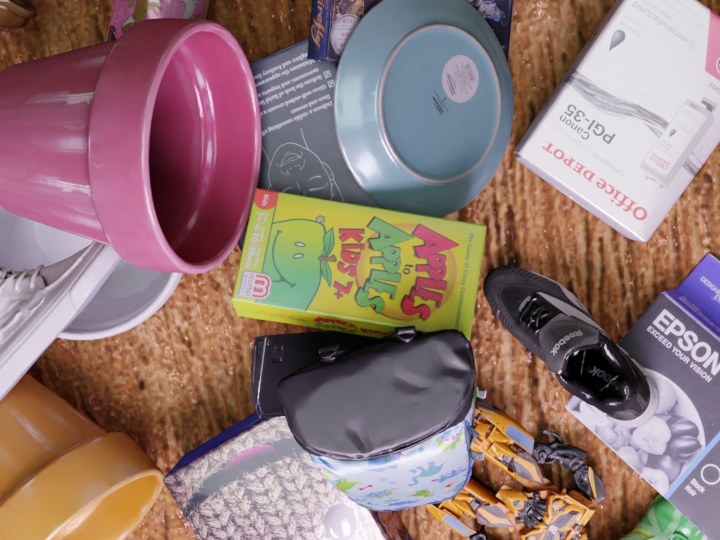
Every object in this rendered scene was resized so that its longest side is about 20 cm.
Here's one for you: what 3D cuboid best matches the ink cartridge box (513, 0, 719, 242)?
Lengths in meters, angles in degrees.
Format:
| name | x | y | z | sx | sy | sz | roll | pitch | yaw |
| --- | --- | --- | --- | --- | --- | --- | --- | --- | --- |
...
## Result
| name | x | y | z | sx | sy | sz | roll | pitch | yaw |
| --- | --- | --- | --- | --- | --- | --- | --- | --- | --- |
| ink cartridge box | 0.253 | -0.145 | 1.094 | 0.146 | 0.083 | 0.201 | 34 | 97 | 0 |

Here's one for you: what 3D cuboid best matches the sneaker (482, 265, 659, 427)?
| name | x | y | z | sx | sy | sz | roll | pitch | yaw |
| --- | --- | --- | --- | --- | --- | --- | --- | --- | --- |
| sneaker | 0.185 | 0.061 | 1.096 | 0.067 | 0.090 | 0.200 | -48 | 68 | 7 |

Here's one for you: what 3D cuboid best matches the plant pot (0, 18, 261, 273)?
| name | x | y | z | sx | sy | sz | roll | pitch | yaw |
| --- | --- | --- | --- | --- | --- | --- | --- | --- | --- |
| plant pot | -0.200 | -0.103 | 0.985 | 0.178 | 0.200 | 0.202 | 4 | 97 | 21 |

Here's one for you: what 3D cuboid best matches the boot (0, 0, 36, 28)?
| name | x | y | z | sx | sy | sz | roll | pitch | yaw |
| --- | --- | --- | --- | --- | --- | --- | --- | --- | --- |
| boot | -0.403 | -0.211 | 1.124 | 0.199 | 0.074 | 0.156 | 21 | 96 | 16 |

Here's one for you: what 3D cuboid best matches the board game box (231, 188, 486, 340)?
| name | x | y | z | sx | sy | sz | roll | pitch | yaw |
| --- | --- | --- | --- | --- | --- | --- | --- | --- | --- |
| board game box | 0.000 | 0.000 | 1.022 | 0.198 | 0.048 | 0.102 | 9 | 71 | 4 |

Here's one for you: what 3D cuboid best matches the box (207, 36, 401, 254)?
| name | x | y | z | sx | sy | sz | roll | pitch | yaw |
| --- | --- | --- | --- | --- | --- | --- | --- | --- | --- |
| box | -0.056 | -0.095 | 1.112 | 0.148 | 0.107 | 0.201 | -22 | 93 | 6 |

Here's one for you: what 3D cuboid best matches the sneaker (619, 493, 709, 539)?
| name | x | y | z | sx | sy | sz | roll | pitch | yaw |
| --- | --- | --- | --- | --- | --- | --- | --- | --- | --- |
| sneaker | 0.271 | 0.272 | 1.137 | 0.200 | 0.084 | 0.074 | -37 | 92 | 6 |

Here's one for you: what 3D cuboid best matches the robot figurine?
| name | x | y | z | sx | sy | sz | roll | pitch | yaw |
| --- | --- | --- | --- | --- | --- | --- | --- | --- | --- |
| robot figurine | 0.134 | 0.207 | 1.154 | 0.199 | 0.058 | 0.145 | 34 | 99 | 1 |

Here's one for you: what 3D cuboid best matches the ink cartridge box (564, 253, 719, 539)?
| name | x | y | z | sx | sy | sz | roll | pitch | yaw |
| --- | --- | --- | --- | --- | --- | --- | --- | --- | --- |
| ink cartridge box | 0.325 | 0.117 | 1.103 | 0.198 | 0.043 | 0.200 | 42 | 98 | 24 |

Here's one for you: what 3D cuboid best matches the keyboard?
| name | x | y | z | sx | sy | sz | roll | pitch | yaw |
| --- | --- | --- | --- | --- | --- | --- | --- | --- | --- |
| keyboard | -0.017 | 0.065 | 1.103 | 0.021 | 0.199 | 0.128 | 17 | 103 | 44 |

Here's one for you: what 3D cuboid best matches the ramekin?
| name | x | y | z | sx | sy | sz | roll | pitch | yaw |
| --- | --- | --- | --- | --- | --- | --- | --- | --- | --- |
| ramekin | -0.249 | -0.041 | 1.135 | 0.199 | 0.105 | 0.202 | 1 | 96 | 5 |

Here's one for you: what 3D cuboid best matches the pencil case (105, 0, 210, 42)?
| name | x | y | z | sx | sy | sz | roll | pitch | yaw |
| --- | --- | --- | --- | --- | --- | --- | --- | --- | --- |
| pencil case | -0.190 | -0.239 | 1.122 | 0.082 | 0.086 | 0.201 | 20 | 98 | 34 |

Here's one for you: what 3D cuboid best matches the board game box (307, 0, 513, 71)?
| name | x | y | z | sx | sy | sz | roll | pitch | yaw |
| --- | --- | --- | --- | --- | --- | --- | --- | --- | --- |
| board game box | 0.050 | -0.244 | 1.066 | 0.199 | 0.035 | 0.137 | 0 | 98 | -34 |

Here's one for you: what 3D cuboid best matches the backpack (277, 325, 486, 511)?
| name | x | y | z | sx | sy | sz | roll | pitch | yaw |
| --- | --- | --- | --- | --- | --- | --- | --- | --- | --- |
| backpack | 0.029 | 0.132 | 1.033 | 0.162 | 0.200 | 0.155 | -16 | 83 | 0 |

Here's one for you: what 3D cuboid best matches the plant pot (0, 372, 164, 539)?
| name | x | y | z | sx | sy | sz | roll | pitch | yaw |
| --- | --- | --- | --- | --- | --- | --- | --- | --- | --- |
| plant pot | -0.318 | 0.193 | 1.132 | 0.183 | 0.200 | 0.200 | 45 | 98 | 14 |

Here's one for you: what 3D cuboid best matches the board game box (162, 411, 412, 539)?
| name | x | y | z | sx | sy | sz | roll | pitch | yaw |
| --- | --- | --- | --- | --- | --- | --- | --- | --- | --- |
| board game box | -0.064 | 0.234 | 1.153 | 0.159 | 0.097 | 0.201 | -31 | 93 | 7 |

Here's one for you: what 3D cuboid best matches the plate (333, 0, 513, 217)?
| name | x | y | z | sx | sy | sz | roll | pitch | yaw |
| --- | --- | --- | --- | --- | --- | --- | --- | --- | --- |
| plate | 0.065 | -0.145 | 1.053 | 0.199 | 0.026 | 0.202 | -4 | 98 | -33 |

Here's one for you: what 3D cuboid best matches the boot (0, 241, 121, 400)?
| name | x | y | z | sx | sy | sz | roll | pitch | yaw |
| --- | --- | --- | --- | --- | --- | --- | --- | --- | --- |
| boot | -0.296 | 0.021 | 1.055 | 0.096 | 0.074 | 0.200 | 42 | 98 | -6 |
